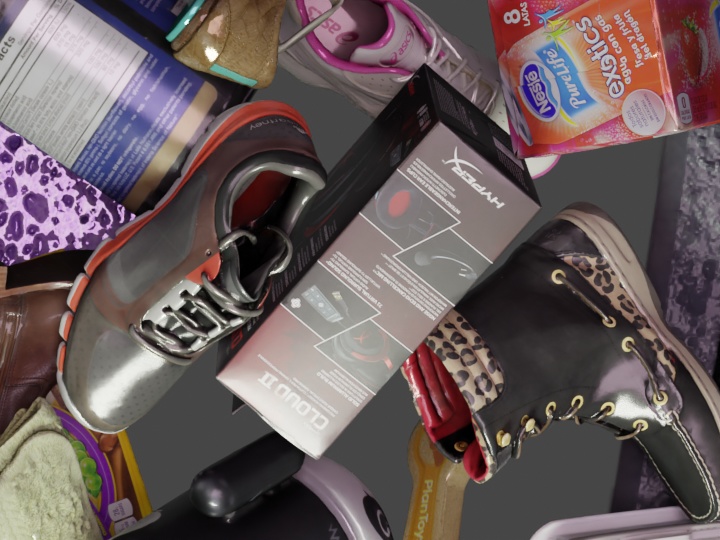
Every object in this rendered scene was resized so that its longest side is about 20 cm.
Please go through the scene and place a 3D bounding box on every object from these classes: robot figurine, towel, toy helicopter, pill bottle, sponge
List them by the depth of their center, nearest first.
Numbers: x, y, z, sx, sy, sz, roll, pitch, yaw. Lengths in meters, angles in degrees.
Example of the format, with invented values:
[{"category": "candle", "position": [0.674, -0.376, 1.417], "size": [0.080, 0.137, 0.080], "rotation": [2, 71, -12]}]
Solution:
[{"category": "towel", "position": [-0.185, 0.177, 1.471], "size": [0.036, 0.200, 0.148], "rotation": [21, 55, 28]}, {"category": "robot figurine", "position": [-0.068, 0.176, 1.494], "size": [0.200, 0.150, 0.125], "rotation": [-29, 82, -44]}, {"category": "pill bottle", "position": [-0.159, -0.123, 1.501], "size": [0.200, 0.112, 0.112], "rotation": [35, 86, -5]}, {"category": "sponge", "position": [-0.212, -0.025, 1.564], "size": [0.199, 0.030, 0.112], "rotation": [-19, 95, -8]}, {"category": "toy helicopter", "position": [0.042, 0.174, 1.570], "size": [0.079, 0.132, 0.201], "rotation": [22, 69, -37]}]

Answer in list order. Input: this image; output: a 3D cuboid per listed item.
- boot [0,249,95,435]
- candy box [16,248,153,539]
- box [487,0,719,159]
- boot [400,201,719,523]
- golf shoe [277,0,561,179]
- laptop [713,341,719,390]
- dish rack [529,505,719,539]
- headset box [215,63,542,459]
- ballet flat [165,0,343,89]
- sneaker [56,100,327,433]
[{"category": "boot", "position": [-0.174, 0.091, 1.517], "size": [0.186, 0.064, 0.201], "rotation": [5, 104, -18]}, {"category": "candy box", "position": [-0.181, 0.098, 1.559], "size": [0.102, 0.026, 0.201], "rotation": [-19, 105, -6]}, {"category": "box", "position": [0.160, -0.123, 1.527], "size": [0.099, 0.200, 0.096], "rotation": [-9, 93, 30]}, {"category": "boot", "position": [0.119, 0.077, 1.575], "size": [0.150, 0.073, 0.201], "rotation": [-29, 92, -29]}, {"category": "golf shoe", "position": [0.030, -0.108, 1.569], "size": [0.199, 0.092, 0.076], "rotation": [27, 84, -10]}, {"category": "laptop", "position": [0.320, 0.052, 1.661], "size": [0.199, 0.103, 0.178], "rotation": [10, 90, 16]}, {"category": "dish rack", "position": [0.164, 0.238, 1.587], "size": [0.171, 0.043, 0.201], "rotation": [-2, 91, -39]}, {"category": "headset box", "position": [0.000, 0.000, 1.487], "size": [0.075, 0.149, 0.200], "rotation": [39, 102, -11]}, {"category": "ballet flat", "position": [-0.035, -0.171, 1.488], "size": [0.072, 0.068, 0.200], "rotation": [35, 51, -14]}, {"category": "sneaker", "position": [-0.087, 0.006, 1.437], "size": [0.077, 0.082, 0.200], "rotation": [26, 102, -32]}]
